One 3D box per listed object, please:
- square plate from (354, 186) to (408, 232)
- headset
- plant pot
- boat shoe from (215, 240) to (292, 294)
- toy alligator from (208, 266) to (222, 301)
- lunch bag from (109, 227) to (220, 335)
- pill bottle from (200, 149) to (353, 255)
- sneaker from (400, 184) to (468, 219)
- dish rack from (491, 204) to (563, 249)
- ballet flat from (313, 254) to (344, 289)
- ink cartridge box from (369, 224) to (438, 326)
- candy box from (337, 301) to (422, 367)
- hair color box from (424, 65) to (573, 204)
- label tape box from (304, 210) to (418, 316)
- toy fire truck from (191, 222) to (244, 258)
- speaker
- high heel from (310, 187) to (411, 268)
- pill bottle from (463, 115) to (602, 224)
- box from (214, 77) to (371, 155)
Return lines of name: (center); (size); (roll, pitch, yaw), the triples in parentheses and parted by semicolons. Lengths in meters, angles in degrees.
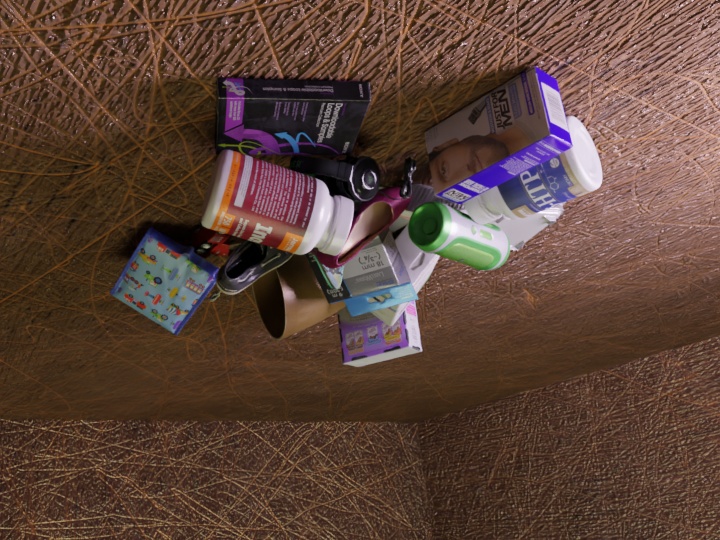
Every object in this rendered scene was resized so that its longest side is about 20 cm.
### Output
square plate: (0.002, -0.094, 1.312); (0.197, 0.029, 0.199); (11, 153, -40)
headset: (-0.009, -0.151, 1.093); (0.199, 0.095, 0.123); (13, 178, -22)
plant pot: (-0.093, 0.024, 1.415); (0.199, 0.188, 0.186); (-12, 163, -24)
boat shoe: (-0.164, -0.037, 1.228); (0.200, 0.073, 0.063); (-43, 177, -22)
toy alligator: (-0.238, 0.006, 1.330); (0.199, 0.059, 0.054); (-25, 113, 39)
lunch bag: (-0.352, 0.010, 1.320); (0.150, 0.094, 0.200); (34, 139, -13)
pill bottle: (-0.116, -0.089, 1.012); (0.199, 0.114, 0.113); (16, 153, -17)
sneaker: (0.134, -0.092, 1.267); (0.199, 0.076, 0.105); (-2, 142, -23)
dish rack: (0.292, -0.088, 1.403); (0.170, 0.044, 0.200); (0, 160, -20)
ballet flat: (-0.061, -0.061, 1.172); (0.074, 0.074, 0.201); (-17, 117, 25)
ink cartridge box: (0.083, 0.007, 1.426); (0.084, 0.145, 0.200); (36, 160, 9)
candy box: (0.036, 0.095, 1.577); (0.167, 0.202, 0.071); (-17, 158, 27)
hair color box: (0.189, -0.186, 1.013); (0.065, 0.110, 0.199); (12, 152, -41)
label tape box: (0.000, 0.000, 1.264); (0.143, 0.063, 0.201); (-16, 114, 22)
toy fire truck: (-0.231, -0.054, 1.312); (0.140, 0.049, 0.200); (8, 154, -36)
speaker: (0.168, -0.055, 1.197); (0.088, 0.089, 0.199); (-23, 155, 37)
high heel: (0.017, -0.065, 1.125); (0.199, 0.096, 0.068); (-36, 120, -14)
pill bottle: (0.262, -0.148, 1.123); (0.199, 0.121, 0.119); (-22, 155, 36)
box: (-0.096, -0.205, 0.974); (0.198, 0.036, 0.143); (-4, 160, -14)
